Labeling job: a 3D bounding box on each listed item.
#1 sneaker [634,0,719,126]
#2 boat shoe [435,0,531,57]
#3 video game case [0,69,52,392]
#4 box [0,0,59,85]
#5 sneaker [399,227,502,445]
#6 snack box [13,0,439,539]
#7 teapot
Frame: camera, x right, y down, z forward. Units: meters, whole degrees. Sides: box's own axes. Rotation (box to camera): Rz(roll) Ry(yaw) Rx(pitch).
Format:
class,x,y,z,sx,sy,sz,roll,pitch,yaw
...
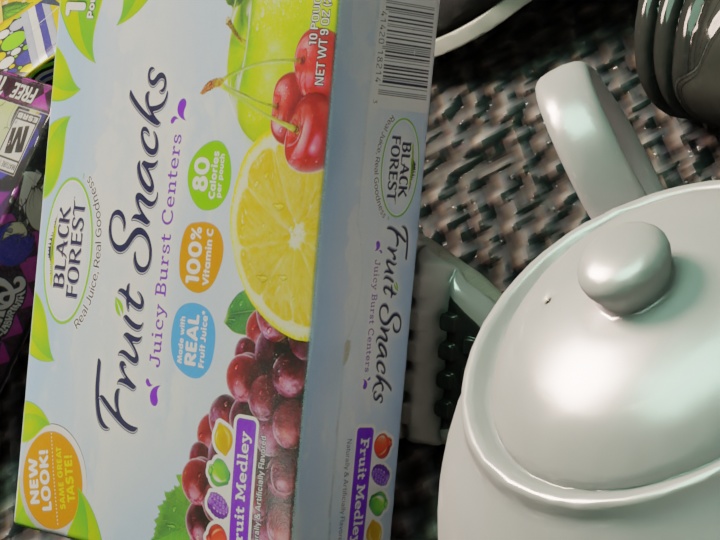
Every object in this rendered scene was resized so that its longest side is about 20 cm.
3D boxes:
class,x,y,z,sx,sy,sz,roll,pitch,yaw
sneaker,0.168,-0.126,0.913,0.099,0.071,0.200,9,53,43
boat shoe,0.067,-0.141,0.989,0.199,0.060,0.074,-22,23,43
video game case,-0.198,-0.003,1.024,0.200,0.036,0.182,20,84,50
box,-0.169,-0.100,1.159,0.070,0.064,0.200,-38,35,-7
sneaker,0.000,0.000,0.894,0.081,0.076,0.200,-11,29,-42
snack box,-0.048,-0.003,0.843,0.142,0.053,0.201,7,93,45
teapot,0.097,0.042,0.692,0.199,0.146,0.198,8,50,45
